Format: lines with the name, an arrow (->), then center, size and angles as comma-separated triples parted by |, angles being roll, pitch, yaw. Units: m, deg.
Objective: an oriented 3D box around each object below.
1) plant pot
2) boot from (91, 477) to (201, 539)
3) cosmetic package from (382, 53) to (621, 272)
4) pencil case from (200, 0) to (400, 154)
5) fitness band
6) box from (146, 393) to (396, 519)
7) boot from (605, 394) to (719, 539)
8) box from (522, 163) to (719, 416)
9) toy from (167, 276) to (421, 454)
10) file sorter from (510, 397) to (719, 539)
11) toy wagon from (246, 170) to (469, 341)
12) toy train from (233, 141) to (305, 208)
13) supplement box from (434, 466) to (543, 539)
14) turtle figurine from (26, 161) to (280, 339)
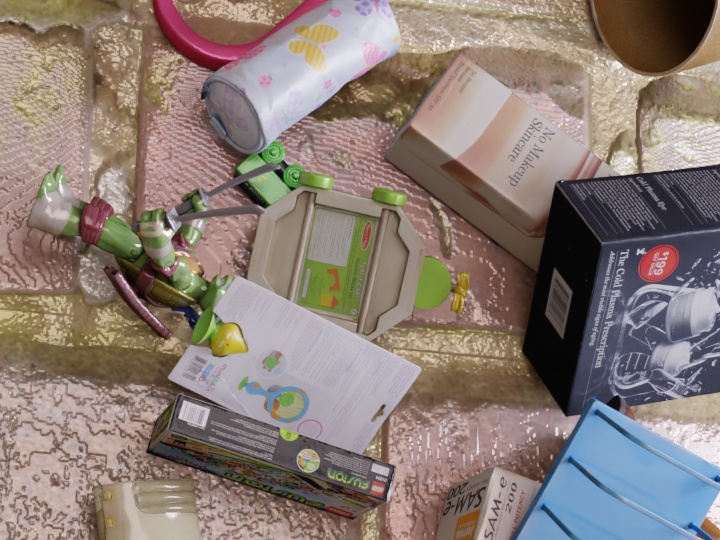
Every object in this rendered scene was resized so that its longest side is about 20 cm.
plant pot -> 0.365, -0.293, 1.800 | 0.200, 0.186, 0.187 | -7, 76, -35
boot -> -0.217, 0.260, 1.498 | 0.199, 0.073, 0.156 | -10, 78, -21
cosmetic package -> 0.136, -0.100, 1.705 | 0.200, 0.087, 0.103 | 36, 66, -5
pencil case -> -0.053, -0.189, 1.663 | 0.200, 0.091, 0.083 | -38, 79, -27
fitness band -> -0.107, -0.280, 1.712 | 0.144, 0.037, 0.200 | 46, 68, 0
box -> -0.079, 0.164, 1.550 | 0.199, 0.110, 0.035 | 19, 70, -10
boot -> 0.272, 0.211, 1.590 | 0.200, 0.188, 0.068 | 43, 71, 11
box -> 0.265, 0.017, 1.641 | 0.182, 0.200, 0.104 | -8, 38, -19
toy -> -0.060, 0.083, 1.585 | 0.200, 0.047, 0.115 | 27, 108, -27
file sorter -> 0.215, 0.234, 1.464 | 0.139, 0.123, 0.200 | 29, 92, -11
toy wagon -> 0.000, 0.000, 1.623 | 0.199, 0.040, 0.156 | 13, 95, -1
toy train -> -0.040, -0.037, 1.660 | 0.056, 0.042, 0.200 | -42, 89, -13
supplement box -> 0.179, 0.249, 1.595 | 0.200, 0.126, 0.074 | 21, 70, -11
turtle figurine -> -0.180, -0.054, 1.565 | 0.193, 0.200, 0.144 | 22, 40, -4
